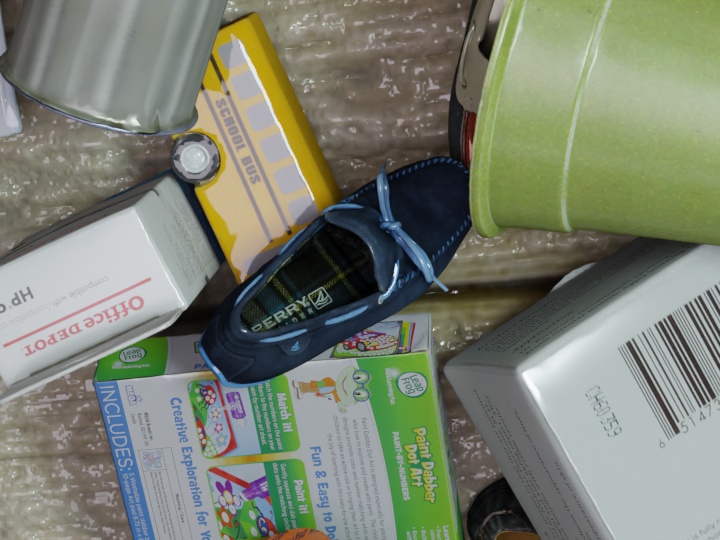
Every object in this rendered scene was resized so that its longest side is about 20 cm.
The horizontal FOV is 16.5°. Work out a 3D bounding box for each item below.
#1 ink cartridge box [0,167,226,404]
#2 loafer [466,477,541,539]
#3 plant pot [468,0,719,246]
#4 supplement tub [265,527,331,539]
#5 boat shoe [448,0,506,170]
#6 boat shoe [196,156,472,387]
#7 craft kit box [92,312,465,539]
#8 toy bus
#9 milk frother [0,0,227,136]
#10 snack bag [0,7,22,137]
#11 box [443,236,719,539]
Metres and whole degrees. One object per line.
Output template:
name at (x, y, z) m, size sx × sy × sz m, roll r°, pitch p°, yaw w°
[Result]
ink cartridge box at (-0.153, 0.005, 1.425) m, size 0.116 × 0.200 × 0.067 m, roll -25°, pitch 97°, yaw 9°
loafer at (0.145, 0.209, 1.505) m, size 0.200 × 0.072 × 0.073 m, roll 36°, pitch 101°, yaw -3°
plant pot at (0.179, -0.090, 1.312) m, size 0.190 × 0.200 × 0.200 m, roll 15°, pitch 103°, yaw 14°
supplement tub at (0.005, 0.248, 1.468) m, size 0.122 × 0.123 × 0.200 m, roll -35°, pitch 121°, yaw 11°
boat shoe at (0.092, -0.122, 1.448) m, size 0.071 × 0.063 × 0.200 m, roll 10°, pitch 104°, yaw 1°
boat shoe at (0.000, 0.000, 1.403) m, size 0.084 × 0.069 × 0.200 m, roll 44°, pitch 63°, yaw 4°
craft kit box at (-0.043, 0.124, 1.484) m, size 0.197 × 0.049 × 0.200 m, roll -3°, pitch 124°, yaw 8°
toy bus at (-0.056, -0.046, 1.476) m, size 0.078 × 0.065 × 0.200 m, roll -24°, pitch 98°, yaw 8°
milk frother at (-0.086, -0.187, 1.386) m, size 0.200 × 0.181 × 0.188 m, roll 11°, pitch 113°, yaw -20°
snack bag at (-0.301, -0.155, 1.482) m, size 0.200 × 0.021 × 0.189 m, roll -4°, pitch 100°, yaw 16°
box at (0.190, 0.087, 1.414) m, size 0.199 × 0.131 × 0.200 m, roll -32°, pitch 98°, yaw -14°
